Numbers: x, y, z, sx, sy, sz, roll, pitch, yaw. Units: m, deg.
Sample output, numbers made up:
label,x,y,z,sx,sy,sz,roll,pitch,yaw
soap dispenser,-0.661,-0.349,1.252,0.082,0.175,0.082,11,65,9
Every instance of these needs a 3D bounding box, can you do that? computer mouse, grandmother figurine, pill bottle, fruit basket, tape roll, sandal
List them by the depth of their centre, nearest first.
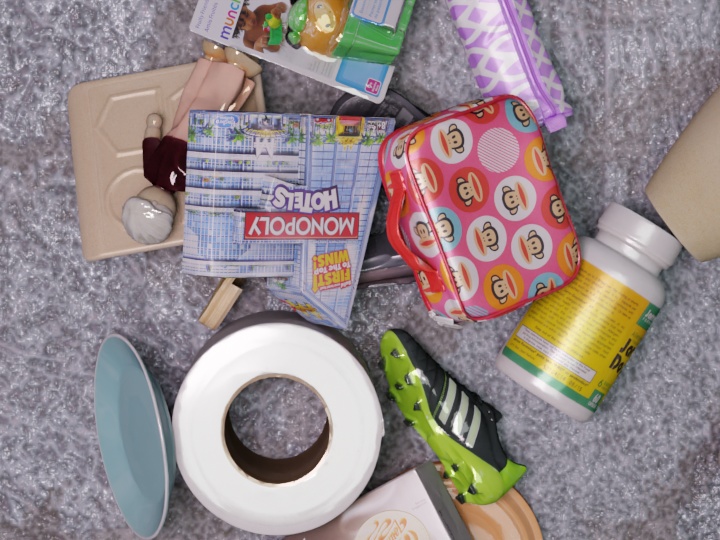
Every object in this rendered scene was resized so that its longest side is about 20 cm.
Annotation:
label,x,y,z,sx,sy,sz,roll,pitch,yaw
grandmother figurine,-0.163,-0.115,1.660,0.060,0.121,0.201,33,82,-37
fruit basket,-0.042,-0.278,1.682,0.199,0.094,0.186,22,75,-15
tape roll,-0.080,0.144,1.711,0.202,0.139,0.204,0,94,-1
pill bottle,0.229,0.038,1.728,0.112,0.113,0.201,32,92,-4
sandal,-0.118,-0.046,1.728,0.069,0.078,0.212,31,98,-7
computer mouse,0.052,-0.107,1.745,0.200,0.053,0.139,38,100,-12

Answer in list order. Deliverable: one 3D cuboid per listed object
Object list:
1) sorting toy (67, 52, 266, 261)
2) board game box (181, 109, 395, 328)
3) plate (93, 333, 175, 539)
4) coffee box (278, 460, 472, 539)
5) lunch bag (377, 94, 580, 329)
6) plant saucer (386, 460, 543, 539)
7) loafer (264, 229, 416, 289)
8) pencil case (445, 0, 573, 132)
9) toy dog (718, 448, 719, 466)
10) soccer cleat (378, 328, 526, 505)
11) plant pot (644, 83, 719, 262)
label,x,y,z,sx,sy,sz,roll,pitch,yaw
sorting toy,-0.182,-0.109,1.710,0.199,0.036,0.186,-11,71,7
board game box,-0.065,-0.045,1.629,0.199,0.062,0.201,-2,97,-38
plate,-0.213,0.158,1.688,0.025,0.200,0.201,-8,95,-26
coffee box,0.003,0.284,1.724,0.199,0.080,0.115,-28,83,13
lunch bag,0.103,-0.052,1.651,0.176,0.082,0.201,-22,97,-27
plant saucer,0.089,0.294,1.781,0.199,0.032,0.201,0,94,-3
loafer,0.000,0.000,1.732,0.199,0.072,0.063,-9,128,14
pencil case,0.142,-0.228,1.720,0.084,0.085,0.201,-26,98,-27
toy dog,0.451,0.167,1.736,0.199,0.140,0.195,-29,82,0
soccer cleat,0.089,0.140,1.760,0.081,0.068,0.201,-29,84,-32
plant pot,0.381,-0.105,1.705,0.200,0.187,0.188,-38,95,14
